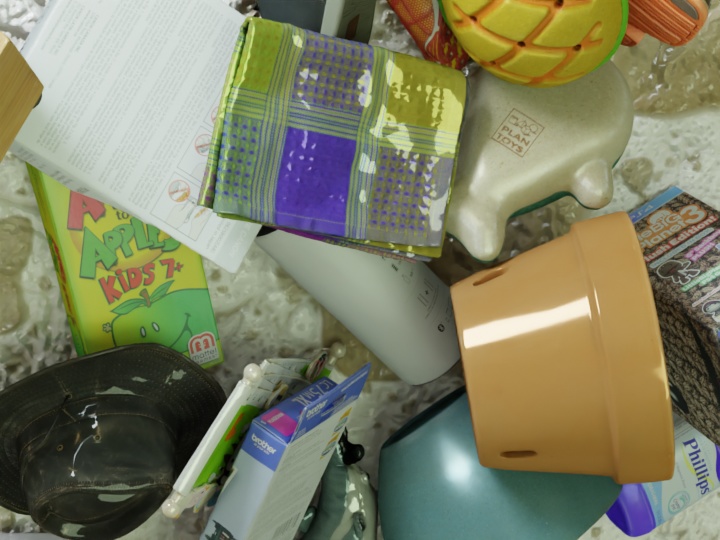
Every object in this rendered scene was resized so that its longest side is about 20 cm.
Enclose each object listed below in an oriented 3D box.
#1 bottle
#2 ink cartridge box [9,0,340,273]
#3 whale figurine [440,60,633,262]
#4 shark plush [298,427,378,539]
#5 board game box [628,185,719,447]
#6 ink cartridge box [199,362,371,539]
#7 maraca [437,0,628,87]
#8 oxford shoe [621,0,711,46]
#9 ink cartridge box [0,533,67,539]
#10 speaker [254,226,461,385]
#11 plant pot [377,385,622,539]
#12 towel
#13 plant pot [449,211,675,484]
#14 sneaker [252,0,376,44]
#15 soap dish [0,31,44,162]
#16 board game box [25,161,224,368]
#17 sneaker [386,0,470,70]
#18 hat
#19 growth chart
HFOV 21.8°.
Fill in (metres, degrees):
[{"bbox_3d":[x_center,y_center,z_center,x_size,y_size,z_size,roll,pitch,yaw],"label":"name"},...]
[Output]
[{"bbox_3d":[0.299,0.153,1.646,0.199,0.065,0.084,-30,119,-13],"label":"bottle"},{"bbox_3d":[-0.139,-0.115,1.294,0.199,0.057,0.163,33,80,-20],"label":"ink cartridge box"},{"bbox_3d":[0.121,-0.086,1.422,0.200,0.159,0.104,-52,166,-22],"label":"whale figurine"},{"bbox_3d":[-0.029,0.203,1.507,0.083,0.091,0.201,4,121,6],"label":"shark plush"},{"bbox_3d":[0.292,0.048,1.522,0.097,0.200,0.160,-31,119,-10],"label":"board game box"},{"bbox_3d":[-0.065,0.159,1.429,0.119,0.042,0.201,-28,149,-60],"label":"ink cartridge box"},{"bbox_3d":[0.113,-0.209,1.318,0.136,0.107,0.200,-10,134,22],"label":"maraca"},{"bbox_3d":[0.219,-0.215,1.392,0.071,0.200,0.073,37,88,-14],"label":"oxford shoe"},{"bbox_3d":[-0.257,0.268,1.335,0.162,0.200,0.057,5,118,-25],"label":"ink cartridge box"},{"bbox_3d":[0.000,0.000,1.434,0.081,0.081,0.200,-48,122,-2],"label":"speaker"},{"bbox_3d":[0.091,0.171,1.500,0.200,0.200,0.135,-35,91,-9],"label":"plant pot"},{"bbox_3d":[-0.011,-0.090,1.306,0.199,0.023,0.145,12,92,-34],"label":"towel"},{"bbox_3d":[0.145,0.067,1.382,0.139,0.200,0.201,-10,116,2],"label":"plant pot"},{"bbox_3d":[-0.050,-0.190,1.349,0.075,0.106,0.201,-42,158,-47],"label":"sneaker"},{"bbox_3d":[-0.302,-0.087,1.217,0.081,0.157,0.201,26,98,-48],"label":"soap dish"},{"bbox_3d":[-0.172,-0.012,1.365,0.101,0.048,0.201,-19,117,-17],"label":"board game box"},{"bbox_3d":[0.038,-0.225,1.378,0.073,0.077,0.200,-51,139,-22],"label":"sneaker"},{"bbox_3d":[-0.187,0.144,1.360,0.199,0.081,0.201,-9,135,-9],"label":"hat"},{"bbox_3d":[-0.081,0.121,1.414,0.145,0.018,0.200,-61,164,11],"label":"growth chart"}]
